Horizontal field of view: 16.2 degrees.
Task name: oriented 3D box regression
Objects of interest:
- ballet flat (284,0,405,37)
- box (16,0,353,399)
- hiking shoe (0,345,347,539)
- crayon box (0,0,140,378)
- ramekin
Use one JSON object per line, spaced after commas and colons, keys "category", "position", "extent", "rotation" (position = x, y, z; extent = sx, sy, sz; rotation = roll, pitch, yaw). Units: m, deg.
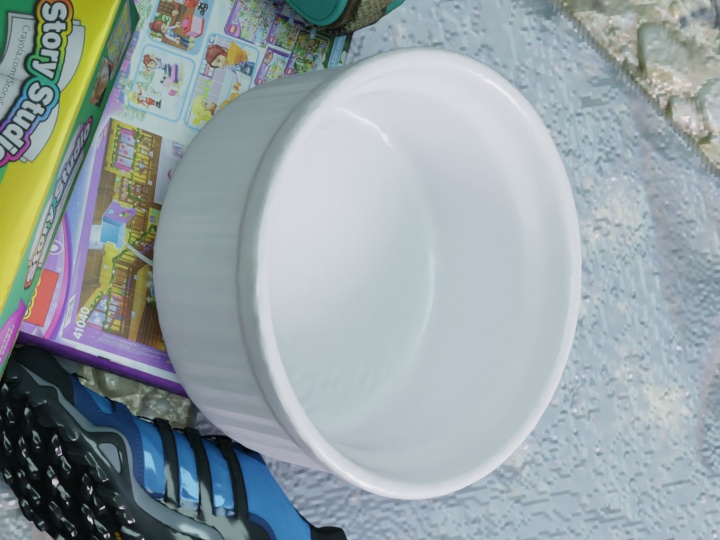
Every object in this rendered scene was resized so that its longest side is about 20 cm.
{"category": "ballet flat", "position": [-0.051, -0.186, 1.210], "extent": [0.200, 0.068, 0.075], "rotation": [43, 36, 18]}
{"category": "box", "position": [-0.093, -0.049, 1.200], "extent": [0.136, 0.039, 0.201], "rotation": [19, 78, -14]}
{"category": "hiking shoe", "position": [-0.091, 0.103, 1.175], "extent": [0.200, 0.074, 0.087], "rotation": [44, 46, -3]}
{"category": "crayon box", "position": [-0.214, -0.061, 1.134], "extent": [0.171, 0.058, 0.201], "rotation": [19, 77, 3]}
{"category": "ramekin", "position": [0.000, 0.000, 1.158], "extent": [0.200, 0.097, 0.202], "rotation": [-2, 93, -41]}
